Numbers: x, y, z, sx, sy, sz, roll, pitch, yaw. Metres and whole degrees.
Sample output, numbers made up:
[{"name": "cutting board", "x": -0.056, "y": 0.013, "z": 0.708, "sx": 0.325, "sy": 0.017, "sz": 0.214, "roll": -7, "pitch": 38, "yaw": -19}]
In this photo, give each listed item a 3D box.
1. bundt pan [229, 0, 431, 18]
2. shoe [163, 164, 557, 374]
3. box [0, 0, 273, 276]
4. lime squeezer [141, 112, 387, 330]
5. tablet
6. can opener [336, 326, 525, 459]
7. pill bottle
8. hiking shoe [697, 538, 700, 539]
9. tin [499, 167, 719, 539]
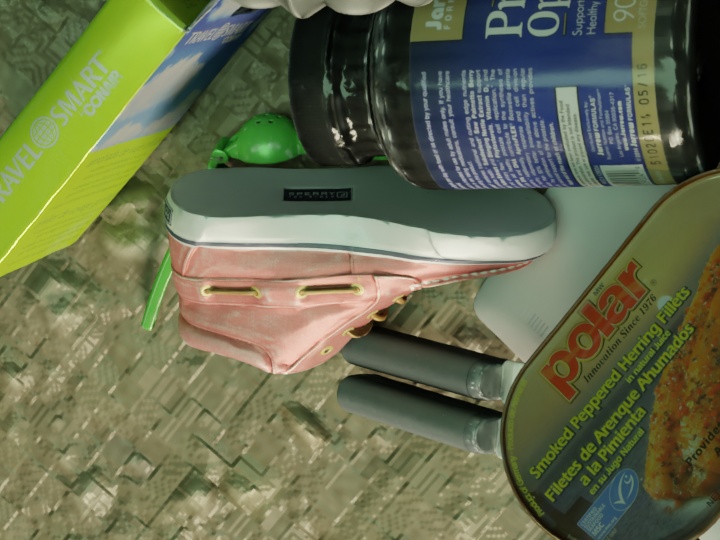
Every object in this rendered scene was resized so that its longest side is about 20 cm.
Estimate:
[{"name": "bundt pan", "x": -0.010, "y": -0.179, "z": 0.974, "sx": 0.202, "sy": 0.202, "sz": 0.076, "roll": 6, "pitch": 123, "yaw": 15}, {"name": "shoe", "x": 0.000, "y": 0.000, "z": 1.069, "sx": 0.200, "sy": 0.072, "sz": 0.091, "roll": 2, "pitch": 121, "yaw": 3}, {"name": "box", "x": -0.125, "y": -0.086, "z": 1.062, "sx": 0.048, "sy": 0.122, "sz": 0.200, "roll": 44, "pitch": 111, "yaw": 4}, {"name": "lime squeezer", "x": -0.057, "y": -0.043, "z": 1.105, "sx": 0.200, "sy": 0.038, "sz": 0.071, "roll": -31, "pitch": 124, "yaw": 20}, {"name": "tablet", "x": 0.152, "y": 0.031, "z": 1.022, "sx": 0.200, "sy": 0.014, "sz": 0.130, "roll": 45, "pitch": 113, "yaw": 29}, {"name": "can opener", "x": 0.068, "y": 0.068, "z": 1.044, "sx": 0.200, "sy": 0.066, "sz": 0.053, "roll": 11, "pitch": 98, "yaw": 45}, {"name": "pill bottle", "x": 0.072, "y": -0.095, "z": 1.004, "sx": 0.200, "sy": 0.112, "sz": 0.112, "roll": 0, "pitch": 103, "yaw": 20}, {"name": "hiking shoe", "x": 0.202, "y": 0.136, "z": 1.027, "sx": 0.200, "sy": 0.101, "sz": 0.076, "roll": -26, "pitch": 94, "yaw": 20}, {"name": "tin", "x": 0.148, "y": 0.043, "z": 0.949, "sx": 0.112, "sy": 0.042, "sz": 0.200, "roll": 40, "pitch": 85, "yaw": 10}]
